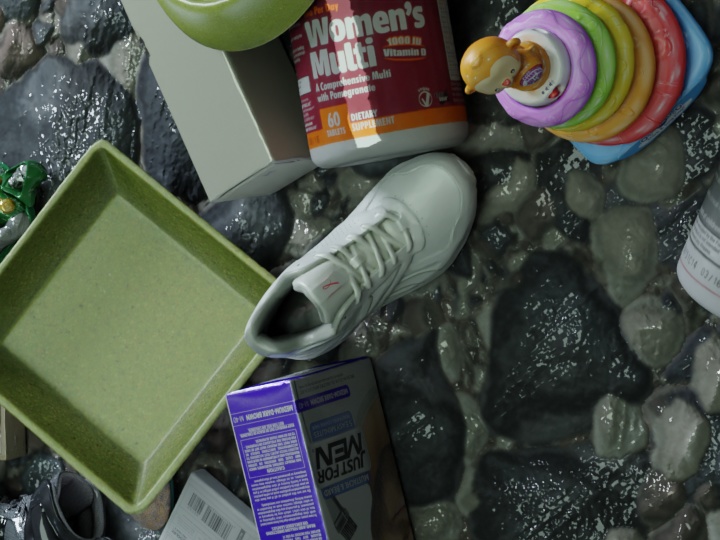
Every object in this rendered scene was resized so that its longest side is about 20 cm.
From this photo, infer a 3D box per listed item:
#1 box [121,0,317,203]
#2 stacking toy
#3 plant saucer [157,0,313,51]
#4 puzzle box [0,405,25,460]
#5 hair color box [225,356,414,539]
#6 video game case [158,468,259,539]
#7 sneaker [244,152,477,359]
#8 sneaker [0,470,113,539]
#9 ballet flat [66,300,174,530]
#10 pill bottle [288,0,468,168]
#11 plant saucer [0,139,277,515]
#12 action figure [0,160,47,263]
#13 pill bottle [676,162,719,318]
[{"bbox_3d":[-0.102,-0.153,1.375,0.068,0.082,0.201,-29,80,31],"label":"box"},{"bbox_3d":[0.119,-0.125,1.164,0.116,0.200,0.110,-44,73,28],"label":"stacking toy"},{"bbox_3d":[-0.088,-0.247,1.271,0.199,0.031,0.201,-3,86,43],"label":"plant saucer"},{"bbox_3d":[-0.361,0.080,1.606,0.199,0.025,0.134,4,98,33],"label":"puzzle box"},{"bbox_3d":[-0.020,0.169,1.348,0.065,0.109,0.201,-13,90,32],"label":"hair color box"},{"bbox_3d":[-0.114,0.273,1.478,0.143,0.018,0.201,37,114,23],"label":"video game case"},{"bbox_3d":[0.000,0.000,1.306,0.078,0.099,0.200,47,109,3],"label":"sneaker"},{"bbox_3d":[-0.272,0.193,1.540,0.200,0.075,0.114,40,108,24],"label":"sneaker"},{"bbox_3d":[-0.198,0.107,1.478,0.068,0.067,0.201,-15,88,42],"label":"ballet flat"},{"bbox_3d":[0.004,-0.175,1.285,0.109,0.109,0.201,-9,92,33],"label":"pill bottle"},{"bbox_3d":[-0.173,0.042,1.420,0.200,0.048,0.200,39,92,9],"label":"plant saucer"},{"bbox_3d":[-0.323,-0.021,1.541,0.200,0.055,0.118,-41,67,15],"label":"action figure"},{"bbox_3d":[0.272,-0.064,1.125,0.114,0.114,0.201,30,112,26],"label":"pill bottle"}]
